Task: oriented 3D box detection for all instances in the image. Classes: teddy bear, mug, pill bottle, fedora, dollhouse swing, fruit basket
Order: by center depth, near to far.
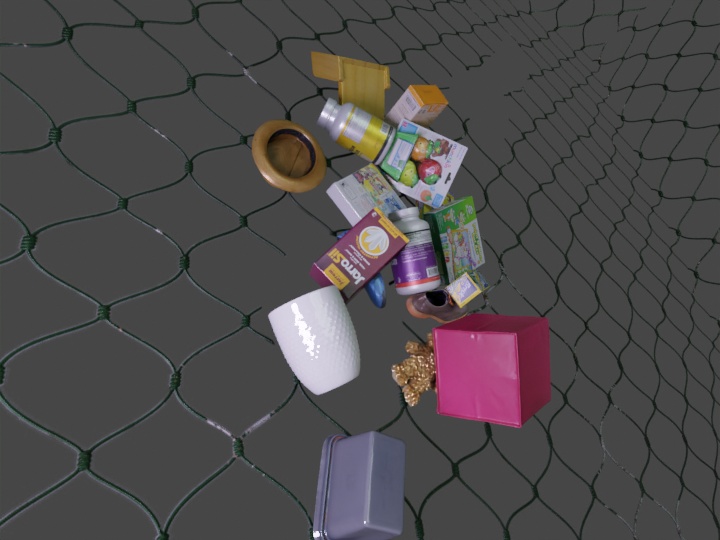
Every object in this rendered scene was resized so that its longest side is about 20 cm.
[{"bbox_3d":[-0.070,0.139,1.037,0.176,0.147,0.200,66,15,7],"label":"mug"},{"bbox_3d":[0.148,0.220,1.201,0.199,0.067,0.146,-10,72,-42],"label":"teddy bear"},{"bbox_3d":[-0.175,-0.255,1.233,0.199,0.082,0.202,16,59,-29],"label":"fedora"},{"bbox_3d":[0.123,-0.047,1.283,0.112,0.112,0.202,-13,91,-43],"label":"pill bottle"},{"bbox_3d":[-0.013,-0.377,1.412,0.199,0.112,0.113,27,48,-10],"label":"pill bottle"},{"bbox_3d":[0.164,-0.291,1.439,0.199,0.186,0.094,27,10,9],"label":"fruit basket"},{"bbox_3d":[-0.033,-0.532,1.560,0.199,0.177,0.181,-9,28,-42],"label":"dollhouse swing"}]

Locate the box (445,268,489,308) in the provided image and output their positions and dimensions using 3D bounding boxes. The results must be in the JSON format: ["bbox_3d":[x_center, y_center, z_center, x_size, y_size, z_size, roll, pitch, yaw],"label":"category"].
[{"bbox_3d":[0.279,0.043,1.360,0.064,0.070,0.200,53,17,10],"label":"box"}]

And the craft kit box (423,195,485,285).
[{"bbox_3d":[0.262,-0.085,1.449,0.197,0.048,0.202,-28,109,-47],"label":"craft kit box"}]

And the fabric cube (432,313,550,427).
[{"bbox_3d":[0.294,0.211,1.172,0.199,0.199,0.198,-9,98,-52],"label":"fabric cube"}]

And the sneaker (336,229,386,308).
[{"bbox_3d":[0.000,0.000,1.234,0.078,0.066,0.201,-16,77,-19],"label":"sneaker"}]

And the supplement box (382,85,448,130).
[{"bbox_3d":[0.141,-0.435,1.519,0.126,0.200,0.074,-20,73,-43],"label":"supplement box"}]

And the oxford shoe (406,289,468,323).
[{"bbox_3d":[0.212,0.088,1.333,0.199,0.073,0.072,5,60,-38],"label":"oxford shoe"}]

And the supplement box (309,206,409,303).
[{"bbox_3d":[-0.003,-0.029,1.162,0.110,0.086,0.200,45,70,4],"label":"supplement box"}]

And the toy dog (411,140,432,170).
[{"bbox_3d":[0.197,-0.343,1.554,0.131,0.097,0.200,32,42,14],"label":"toy dog"}]

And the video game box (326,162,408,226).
[{"bbox_3d":[0.032,-0.167,1.370,0.201,0.047,0.182,53,46,0],"label":"video game box"}]

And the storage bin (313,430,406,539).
[{"bbox_3d":[0.018,0.389,0.939,0.145,0.134,0.201,25,51,-24],"label":"storage bin"}]

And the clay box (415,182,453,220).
[{"bbox_3d":[0.214,-0.162,1.513,0.114,0.048,0.201,27,49,-24],"label":"clay box"}]
